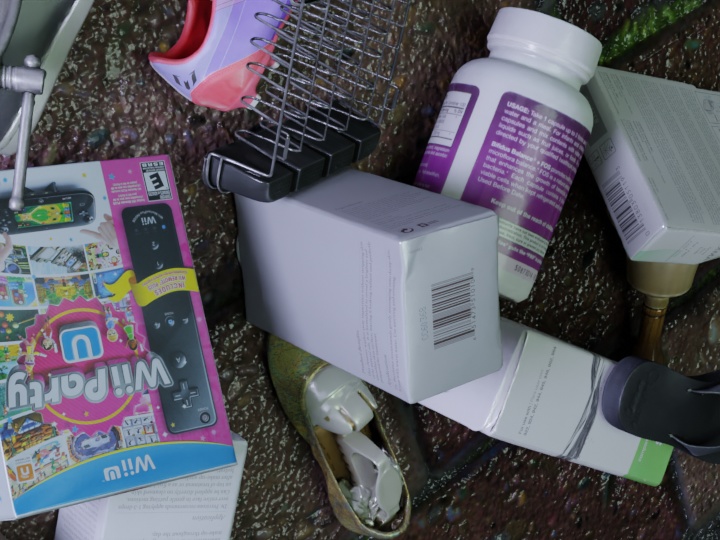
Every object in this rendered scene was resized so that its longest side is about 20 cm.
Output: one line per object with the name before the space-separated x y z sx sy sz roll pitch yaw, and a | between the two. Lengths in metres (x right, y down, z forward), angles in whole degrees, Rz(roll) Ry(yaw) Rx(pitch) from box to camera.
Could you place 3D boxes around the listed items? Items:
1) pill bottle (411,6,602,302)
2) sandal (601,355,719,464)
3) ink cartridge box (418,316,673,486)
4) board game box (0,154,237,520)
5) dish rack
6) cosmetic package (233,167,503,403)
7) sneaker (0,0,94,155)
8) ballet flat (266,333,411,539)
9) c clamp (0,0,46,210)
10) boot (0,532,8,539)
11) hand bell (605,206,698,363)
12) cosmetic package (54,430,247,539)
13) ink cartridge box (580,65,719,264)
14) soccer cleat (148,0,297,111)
pill bottle | 0.106 -0.087 1.035 0.112 0.112 0.201 21 90 -38
sandal | 0.264 0.112 1.065 0.200 0.043 0.076 9 96 -39
ink cartridge box | 0.133 0.090 1.082 0.200 0.145 0.084 21 89 -39
board game box | -0.170 0.038 0.851 0.147 0.064 0.201 -10 84 -33
dish rack | -0.021 -0.146 0.896 0.153 0.054 0.200 -32 143 -52
cosmetic package | 0.000 0.000 0.926 0.081 0.200 0.113 -16 115 -31
sneaker | -0.213 -0.174 0.800 0.106 0.075 0.201 19 92 -38
ballet flat | -0.008 0.120 1.037 0.071 0.071 0.200 -33 120 -25
c clamp | -0.261 -0.137 0.743 0.199 0.027 0.171 12 82 -9
boot | -0.234 0.188 0.837 0.200 0.146 0.070 42 79 -34
hand bell | 0.255 0.039 1.209 0.104 0.104 0.201 -18 124 -32
cosmetic package | -0.152 0.200 0.949 0.101 0.071 0.201 7 98 -36
ink cartridge box | 0.270 -0.081 1.139 0.200 0.161 0.050 5 145 -38
soccer cleat | -0.067 -0.200 0.910 0.076 0.067 0.200 26 89 -33
